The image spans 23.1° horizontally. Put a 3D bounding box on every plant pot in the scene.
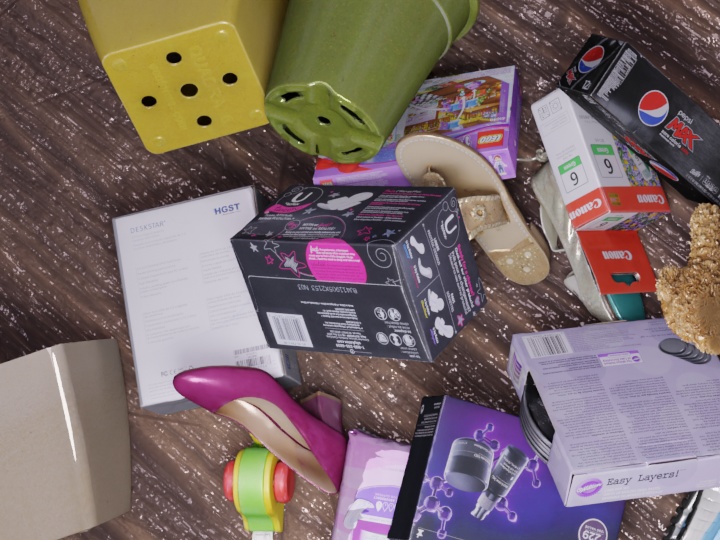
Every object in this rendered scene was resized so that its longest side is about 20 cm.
[{"bbox_3d":[-0.007,-0.213,1.721,0.199,0.200,0.191,15,62,15],"label":"plant pot"},{"bbox_3d":[-0.333,0.185,1.755,0.199,0.200,0.178,-18,87,8],"label":"plant pot"},{"bbox_3d":[-0.171,-0.235,1.756,0.199,0.200,0.177,-14,45,10],"label":"plant pot"}]

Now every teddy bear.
[{"bbox_3d":[0.350,0.004,1.663,0.145,0.067,0.200,47,62,-23],"label":"teddy bear"}]

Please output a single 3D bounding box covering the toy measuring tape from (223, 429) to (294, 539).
[{"bbox_3d":[-0.103,0.248,1.747,0.073,0.074,0.201,0,79,12],"label":"toy measuring tape"}]

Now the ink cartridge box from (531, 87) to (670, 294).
[{"bbox_3d":[0.244,-0.079,1.711,0.050,0.109,0.201,-30,72,39],"label":"ink cartridge box"}]

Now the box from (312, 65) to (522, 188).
[{"bbox_3d":[0.059,-0.134,1.757,0.199,0.039,0.137,-8,40,16],"label":"box"}]

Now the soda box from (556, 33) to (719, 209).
[{"bbox_3d":[0.284,-0.140,1.681,0.200,0.071,0.063,37,87,-27],"label":"soda box"}]

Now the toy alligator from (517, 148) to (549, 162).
[{"bbox_3d":[0.106,-0.108,1.776,0.199,0.059,0.054,-20,76,8],"label":"toy alligator"}]

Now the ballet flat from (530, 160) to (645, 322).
[{"bbox_3d":[0.222,-0.016,1.740,0.062,0.067,0.201,-30,72,39],"label":"ballet flat"}]

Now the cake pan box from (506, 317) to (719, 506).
[{"bbox_3d":[0.247,0.125,1.615,0.199,0.052,0.185,-6,40,-14],"label":"cake pan box"}]

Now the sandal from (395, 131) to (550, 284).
[{"bbox_3d":[0.112,-0.044,1.691,0.077,0.212,0.070,-28,34,30],"label":"sandal"}]

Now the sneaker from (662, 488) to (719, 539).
[{"bbox_3d":[0.365,0.206,1.664,0.090,0.078,0.201,30,88,-4],"label":"sneaker"}]

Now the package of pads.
[{"bbox_3d":[0.032,0.261,1.712,0.120,0.076,0.201,8,81,15],"label":"package of pads"}]

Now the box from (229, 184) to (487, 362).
[{"bbox_3d":[0.000,0.000,1.677,0.199,0.115,0.133,3,123,38],"label":"box"}]

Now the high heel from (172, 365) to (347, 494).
[{"bbox_3d":[-0.093,0.153,1.706,0.067,0.199,0.097,-37,48,47],"label":"high heel"}]

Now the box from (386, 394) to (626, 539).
[{"bbox_3d":[0.142,0.211,1.654,0.199,0.079,0.142,17,82,-13],"label":"box"}]

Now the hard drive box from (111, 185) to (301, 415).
[{"bbox_3d":[-0.156,0.032,1.797,0.155,0.077,0.201,-12,77,9],"label":"hard drive box"}]
